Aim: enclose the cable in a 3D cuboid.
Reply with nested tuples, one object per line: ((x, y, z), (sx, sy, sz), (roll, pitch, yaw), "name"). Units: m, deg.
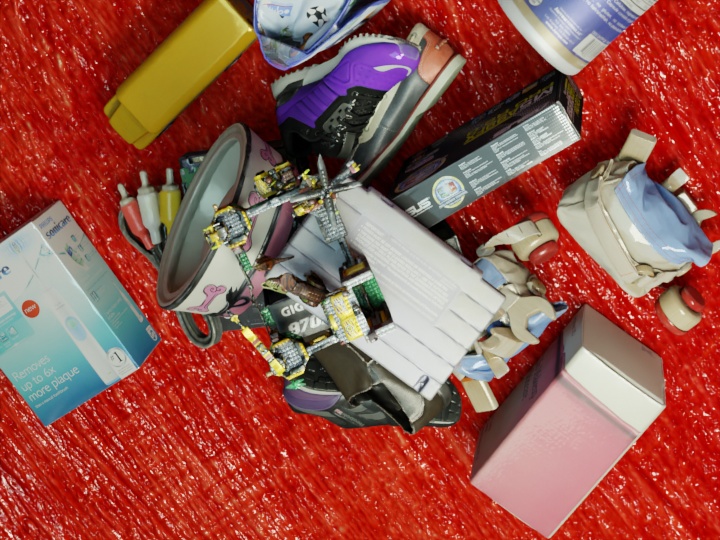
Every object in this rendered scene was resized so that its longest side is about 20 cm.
((-0.215, -0.008, 1.505), (0.096, 0.050, 0.202), (-14, 90, 28), "cable")

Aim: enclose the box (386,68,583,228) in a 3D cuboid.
((0.124, -0.118, 1.367), (0.199, 0.160, 0.044), (-30, 102, 20), "box")

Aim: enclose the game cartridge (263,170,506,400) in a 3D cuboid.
((0.025, 0.013, 1.314), (0.199, 0.038, 0.130), (37, 91, -7), "game cartridge")

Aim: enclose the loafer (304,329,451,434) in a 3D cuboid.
((0.000, 0.103, 1.464), (0.199, 0.072, 0.073), (31, 151, 6), "loafer")

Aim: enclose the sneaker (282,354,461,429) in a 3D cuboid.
((0.012, 0.140, 1.545), (0.198, 0.076, 0.088), (15, 142, -3), "sneaker")

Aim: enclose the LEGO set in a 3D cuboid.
((-0.052, 0.005, 1.234), (0.152, 0.116, 0.202), (-16, 98, 0), "LEGO set")

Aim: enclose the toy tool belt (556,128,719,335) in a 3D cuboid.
((0.301, -0.038, 1.387), (0.200, 0.125, 0.123), (44, 120, -8), "toy tool belt")

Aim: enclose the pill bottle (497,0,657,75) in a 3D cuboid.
((0.234, -0.292, 1.304), (0.120, 0.120, 0.200), (45, 111, -8), "pill bottle")

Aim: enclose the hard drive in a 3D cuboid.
((-0.110, -0.038, 1.506), (0.138, 0.038, 0.202), (-7, 109, 13), "hard drive")

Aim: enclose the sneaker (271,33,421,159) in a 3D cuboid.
((-0.011, -0.161, 1.369), (0.199, 0.069, 0.101), (-19, 68, 48), "sneaker")

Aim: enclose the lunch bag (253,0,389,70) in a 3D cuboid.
((-0.025, -0.296, 1.324), (0.123, 0.170, 0.201), (24, 112, 6), "lunch bag")

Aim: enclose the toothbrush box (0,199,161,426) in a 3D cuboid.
((-0.345, 0.048, 1.555), (0.146, 0.085, 0.201), (-30, 101, 19), "toothbrush box")

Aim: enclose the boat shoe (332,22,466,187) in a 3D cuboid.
((0.026, -0.157, 1.419), (0.062, 0.071, 0.200), (39, 111, 2), "boat shoe")

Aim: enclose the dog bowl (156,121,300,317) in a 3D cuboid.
((-0.130, -0.043, 1.391), (0.073, 0.201, 0.201), (24, 114, -21), "dog bowl")

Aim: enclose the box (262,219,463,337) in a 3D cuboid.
((0.000, 0.000, 1.409), (0.198, 0.159, 0.046), (-21, 106, 0), "box")

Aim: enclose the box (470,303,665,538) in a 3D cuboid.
((0.219, 0.158, 1.470), (0.109, 0.128, 0.201), (35, 112, -3), "box")

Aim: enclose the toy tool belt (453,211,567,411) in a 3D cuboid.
((0.155, 0.047, 1.425), (0.200, 0.124, 0.123), (-46, 68, 34), "toy tool belt")

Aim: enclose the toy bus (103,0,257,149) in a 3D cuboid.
((-0.185, -0.206, 1.434), (0.200, 0.078, 0.065), (-40, 99, 21), "toy bus")
